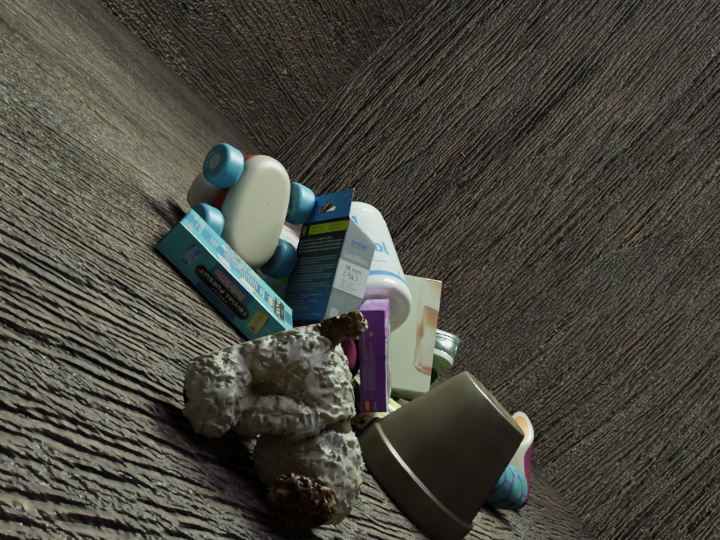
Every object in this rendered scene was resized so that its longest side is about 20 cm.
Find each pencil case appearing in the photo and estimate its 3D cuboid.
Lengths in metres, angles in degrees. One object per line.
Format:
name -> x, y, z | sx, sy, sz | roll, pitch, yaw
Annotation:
pencil case -> 0.238, 0.379, 1.771 | 0.200, 0.085, 0.093 | 42, 21, -54

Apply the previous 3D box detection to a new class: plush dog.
plush dog -> -0.048, 0.139, 0.849 | 0.200, 0.159, 0.173 | 12, 61, -80

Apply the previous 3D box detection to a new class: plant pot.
plant pot -> 0.118, 0.235, 1.283 | 0.200, 0.173, 0.200 | 46, 5, -5

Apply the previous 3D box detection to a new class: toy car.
toy car -> -0.210, -0.092, 1.485 | 0.199, 0.179, 0.184 | 9, -11, 46

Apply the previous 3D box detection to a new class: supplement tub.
supplement tub -> 0.000, 0.000, 1.564 | 0.132, 0.131, 0.201 | 43, 21, -43

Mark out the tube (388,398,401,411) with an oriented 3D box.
tube -> 0.079, 0.257, 1.571 | 0.200, 0.052, 0.058 | 43, -37, 8

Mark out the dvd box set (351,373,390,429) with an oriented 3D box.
dvd box set -> -0.014, 0.182, 1.431 | 0.147, 0.029, 0.200 | 49, 4, 28

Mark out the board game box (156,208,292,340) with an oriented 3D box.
board game box -> -0.174, 0.014, 1.265 | 0.200, 0.047, 0.151 | 47, 4, -10

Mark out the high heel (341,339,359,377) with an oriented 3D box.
high heel -> -0.015, 0.103, 1.314 | 0.067, 0.096, 0.200 | 36, 19, -1

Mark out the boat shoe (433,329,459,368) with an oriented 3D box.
boat shoe -> 0.096, 0.120, 1.834 | 0.199, 0.062, 0.073 | 23, -25, 20

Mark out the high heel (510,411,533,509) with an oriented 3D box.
high heel -> 0.345, 0.414, 2.094 | 0.096, 0.067, 0.202 | 79, 10, -55

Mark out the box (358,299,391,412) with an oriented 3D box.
box -> 0.022, 0.116, 1.369 | 0.200, 0.039, 0.138 | -29, 118, -86

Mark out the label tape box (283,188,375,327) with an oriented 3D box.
label tape box -> -0.045, -0.012, 1.455 | 0.063, 0.202, 0.144 | 20, -13, -30

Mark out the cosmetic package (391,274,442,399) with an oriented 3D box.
cosmetic package -> 0.085, 0.119, 1.697 | 0.086, 0.202, 0.103 | 10, -14, -4

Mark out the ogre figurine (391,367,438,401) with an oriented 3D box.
ogre figurine -> 0.101, 0.213, 1.796 | 0.200, 0.098, 0.120 | 40, -8, 1

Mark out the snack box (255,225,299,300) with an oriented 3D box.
snack box -> -0.130, -0.017, 1.642 | 0.200, 0.068, 0.168 | 51, 10, 34
